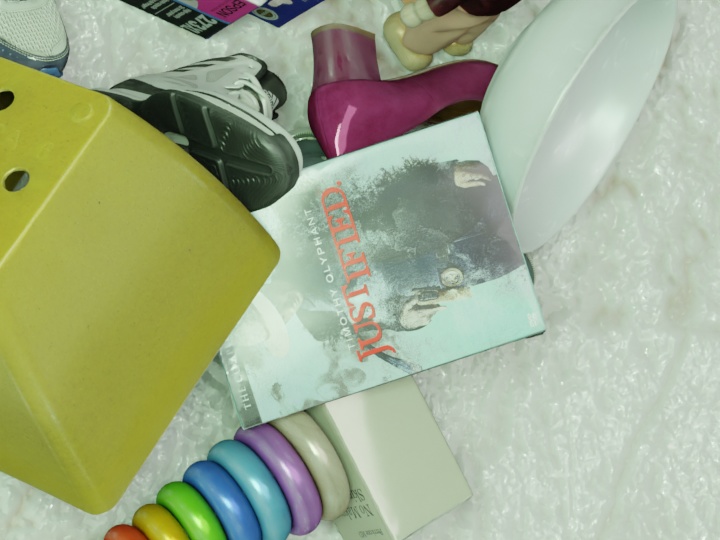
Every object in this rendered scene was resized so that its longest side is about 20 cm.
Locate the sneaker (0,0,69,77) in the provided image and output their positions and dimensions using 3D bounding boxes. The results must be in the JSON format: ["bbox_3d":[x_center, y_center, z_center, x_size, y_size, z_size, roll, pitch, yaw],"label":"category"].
[{"bbox_3d":[-0.228,-0.201,1.518,0.077,0.085,0.200,-13,61,-37],"label":"sneaker"}]

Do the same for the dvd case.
[{"bbox_3d":[0.000,0.000,1.559,0.199,0.022,0.146,-17,93,-2],"label":"dvd case"}]

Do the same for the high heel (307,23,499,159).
[{"bbox_3d":[0.043,-0.093,1.663,0.200,0.067,0.096,11,66,-37],"label":"high heel"}]

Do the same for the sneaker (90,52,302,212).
[{"bbox_3d":[-0.077,-0.099,1.559,0.115,0.200,0.076,-29,119,-31],"label":"sneaker"}]

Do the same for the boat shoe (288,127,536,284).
[{"bbox_3d":[0.030,-0.024,1.652,0.200,0.062,0.073,30,102,-14],"label":"boat shoe"}]

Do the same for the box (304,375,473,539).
[{"bbox_3d":[-0.013,0.076,1.619,0.068,0.082,0.200,-28,92,-25],"label":"box"}]

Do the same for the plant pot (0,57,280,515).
[{"bbox_3d":[-0.198,-0.014,1.444,0.200,0.200,0.177,-57,149,-21],"label":"plant pot"}]

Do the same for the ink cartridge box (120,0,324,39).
[{"bbox_3d":[-0.124,-0.192,1.602,0.200,0.095,0.037,20,74,-21],"label":"ink cartridge box"}]

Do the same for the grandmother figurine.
[{"bbox_3d":[0.079,-0.185,1.636,0.121,0.200,0.061,-31,89,-27],"label":"grandmother figurine"}]

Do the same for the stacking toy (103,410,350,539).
[{"bbox_3d":[-0.106,0.164,1.565,0.200,0.085,0.086,-32,96,-22],"label":"stacking toy"}]

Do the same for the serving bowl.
[{"bbox_3d":[0.127,-0.113,1.642,0.066,0.200,0.200,30,66,17],"label":"serving bowl"}]
